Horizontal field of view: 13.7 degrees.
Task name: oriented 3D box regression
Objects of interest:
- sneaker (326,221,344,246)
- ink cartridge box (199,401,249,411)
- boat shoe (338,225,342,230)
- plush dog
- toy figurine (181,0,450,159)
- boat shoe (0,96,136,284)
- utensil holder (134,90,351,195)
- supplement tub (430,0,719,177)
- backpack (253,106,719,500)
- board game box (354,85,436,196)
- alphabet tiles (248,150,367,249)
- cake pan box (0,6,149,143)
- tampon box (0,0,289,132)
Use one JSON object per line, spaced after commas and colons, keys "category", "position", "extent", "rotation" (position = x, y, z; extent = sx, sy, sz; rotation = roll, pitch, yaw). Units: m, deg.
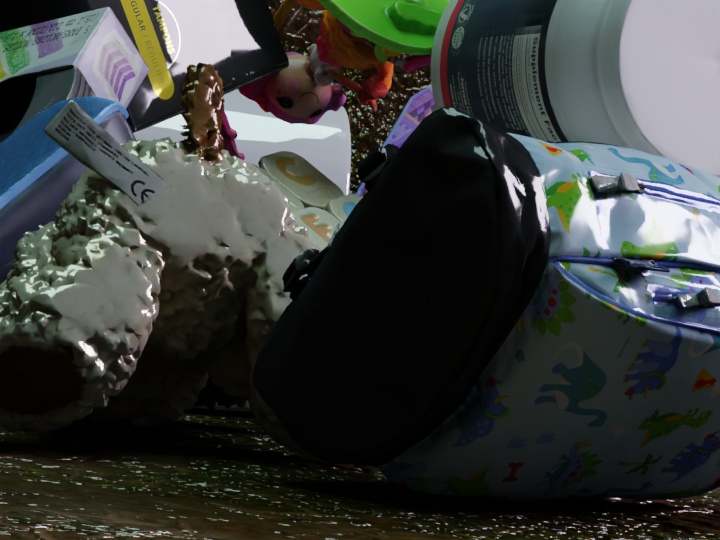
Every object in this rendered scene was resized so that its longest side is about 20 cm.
{"category": "sneaker", "position": [0.042, 0.024, 1.455], "extent": [0.200, 0.089, 0.077], "rotation": [18, 0, 34]}
{"category": "ink cartridge box", "position": [-0.088, 0.039, 1.511], "extent": [0.200, 0.050, 0.162], "rotation": [1, 5, -19]}
{"category": "boat shoe", "position": [0.020, 0.012, 1.371], "extent": [0.074, 0.068, 0.199], "rotation": [4, -20, -32]}
{"category": "plush dog", "position": [-0.101, 0.012, 1.315], "extent": [0.200, 0.161, 0.172], "rotation": [6, -24, -28]}
{"category": "toy figurine", "position": [-0.030, -0.137, 1.779], "extent": [0.200, 0.150, 0.184], "rotation": [16, -41, -38]}
{"category": "boat shoe", "position": [-0.174, -0.001, 1.399], "extent": [0.200, 0.069, 0.084], "rotation": [-36, 29, -17]}
{"category": "utensil holder", "position": [-0.120, -0.048, 2.022], "extent": [0.200, 0.170, 0.170], "rotation": [8, 2, -12]}
{"category": "supplement tub", "position": [0.140, -0.111, 1.634], "extent": [0.140, 0.141, 0.200], "rotation": [4, -1, -27]}
{"category": "backpack", "position": [0.087, 0.022, 1.217], "extent": [0.200, 0.163, 0.154], "rotation": [-6, 50, -50]}
{"category": "board game box", "position": [0.061, -0.024, 1.846], "extent": [0.158, 0.200, 0.039], "rotation": [16, 19, -46]}
{"category": "alphabet tiles", "position": [0.000, 0.000, 1.626], "extent": [0.196, 0.015, 0.200], "rotation": [40, 30, 20]}
{"category": "cake pan box", "position": [-0.223, -0.049, 1.556], "extent": [0.200, 0.052, 0.184], "rotation": [-8, 39, 34]}
{"category": "tampon box", "position": [-0.168, -0.145, 1.701], "extent": [0.126, 0.150, 0.200], "rotation": [-26, 8, -41]}
